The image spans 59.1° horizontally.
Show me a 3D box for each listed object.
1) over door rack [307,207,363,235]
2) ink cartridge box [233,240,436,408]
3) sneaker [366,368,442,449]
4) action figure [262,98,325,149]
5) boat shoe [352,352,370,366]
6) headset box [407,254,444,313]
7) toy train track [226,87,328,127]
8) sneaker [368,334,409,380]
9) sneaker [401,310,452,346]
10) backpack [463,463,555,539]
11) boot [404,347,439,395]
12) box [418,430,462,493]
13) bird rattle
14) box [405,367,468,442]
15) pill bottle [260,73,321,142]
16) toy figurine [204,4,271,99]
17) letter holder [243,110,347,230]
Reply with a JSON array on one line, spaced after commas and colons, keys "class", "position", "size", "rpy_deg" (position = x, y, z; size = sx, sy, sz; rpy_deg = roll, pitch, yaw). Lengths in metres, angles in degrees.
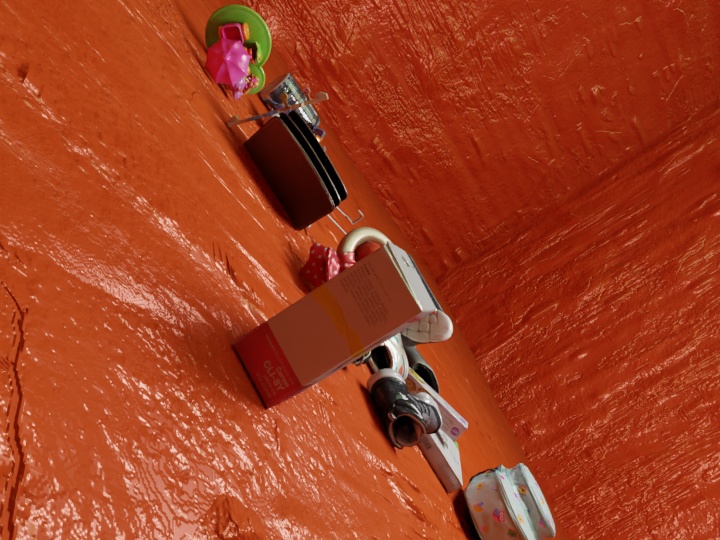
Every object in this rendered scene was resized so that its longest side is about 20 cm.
[{"class": "over door rack", "position": [-0.081, -0.130, 1.394], "size": [0.199, 0.067, 0.148], "rpy_deg": [33, 18, -19]}, {"class": "ink cartridge box", "position": [-0.021, 0.061, 0.719], "size": [0.084, 0.198, 0.145], "rpy_deg": [59, 9, 9]}, {"class": "sneaker", "position": [0.086, 0.257, 1.075], "size": [0.200, 0.075, 0.115], "rpy_deg": [44, 16, -37]}, {"class": "action figure", "position": [-0.164, -0.326, 1.548], "size": [0.199, 0.105, 0.193], "rpy_deg": [35, 1, 32]}, {"class": "boat shoe", "position": [-0.005, 0.119, 1.022], "size": [0.068, 0.071, 0.200], "rpy_deg": [54, 7, 1]}, {"class": "headset box", "position": [0.108, 0.075, 1.544], "size": [0.202, 0.092, 0.174], "rpy_deg": [59, -14, 8]}, {"class": "toy train track", "position": [-0.159, -0.312, 1.199], "size": [0.115, 0.197, 0.033], "rpy_deg": [-87, 161, -73]}, {"class": "sneaker", "position": [0.032, 0.116, 1.193], "size": [0.093, 0.069, 0.203], "rpy_deg": [23, 47, -68]}, {"class": "sneaker", "position": [0.103, 0.116, 1.269], "size": [0.082, 0.197, 0.078], "rpy_deg": [41, 59, -46]}, {"class": "backpack", "position": [0.280, 0.464, 1.209], "size": [0.199, 0.152, 0.178], "rpy_deg": [21, 43, -64]}, {"class": "boot", "position": [0.095, 0.173, 1.357], "size": [0.183, 0.072, 0.200], "rpy_deg": [56, 7, -13]}, {"class": "box", "position": [0.151, 0.337, 1.277], "size": [0.146, 0.036, 0.200], "rpy_deg": [58, 10, -2]}, {"class": "bird rattle", "position": [0.000, 0.000, 1.119], "size": [0.198, 0.113, 0.165], "rpy_deg": [32, 58, -12]}, {"class": "box", "position": [0.123, 0.245, 1.235], "size": [0.200, 0.042, 0.039], "rpy_deg": [44, 10, 8]}, {"class": "pill bottle", "position": [-0.184, -0.437, 1.777], "size": [0.201, 0.105, 0.107], "rpy_deg": [54, 10, -27]}, {"class": "toy figurine", "position": [-0.271, -0.437, 1.360], "size": [0.186, 0.147, 0.202], "rpy_deg": [-88, 172, -51]}, {"class": "letter holder", "position": [-0.106, -0.203, 1.216], "size": [0.100, 0.141, 0.202], "rpy_deg": [-39, 101, -37]}]
